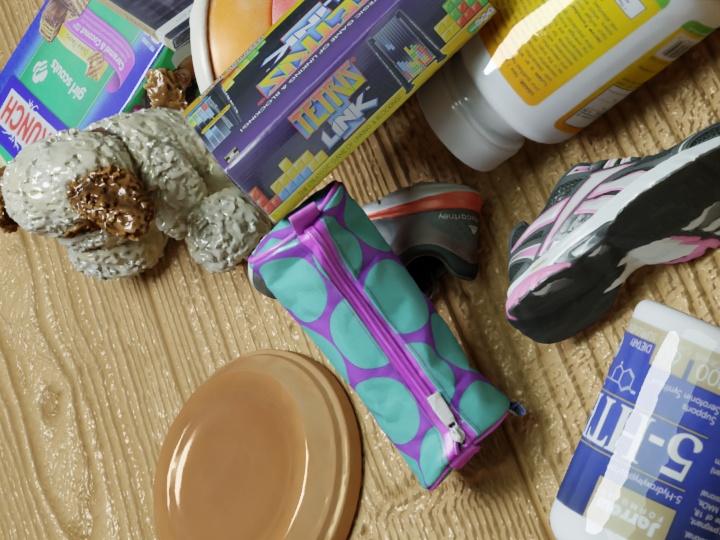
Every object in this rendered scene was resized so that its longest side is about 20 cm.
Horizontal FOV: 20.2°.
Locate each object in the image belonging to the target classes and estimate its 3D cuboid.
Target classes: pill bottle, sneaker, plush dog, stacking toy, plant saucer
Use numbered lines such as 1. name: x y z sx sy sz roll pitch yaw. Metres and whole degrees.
1. pill bottle: 0.179 0.130 1.178 0.119 0.119 0.201 24 92 44
2. sneaker: 0.165 -0.044 1.286 0.199 0.080 0.087 -33 45 23
3. plush dog: -0.188 -0.068 1.523 0.199 0.171 0.162 -3 97 41
4. stacking toy: -0.012 -0.167 1.474 0.199 0.146 0.147 -10 68 23
5. plant saucer: -0.084 0.153 1.470 0.199 0.037 0.202 -16 65 39
6. sneaker: 0.000 0.000 1.423 0.199 0.077 0.082 -20 69 37
7. pill bottle: 0.135 -0.154 1.324 0.200 0.111 0.112 -37 54 27

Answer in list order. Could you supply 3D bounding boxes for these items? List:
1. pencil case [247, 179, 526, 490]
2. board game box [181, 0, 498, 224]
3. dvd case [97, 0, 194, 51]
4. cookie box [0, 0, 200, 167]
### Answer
1. pencil case: 0.015 0.041 1.317 0.085 0.200 0.092 -39 5 -4
2. board game box: -0.020 -0.137 1.345 0.200 0.057 0.165 -44 21 1
3. dvd case: -0.152 -0.258 1.627 0.148 0.016 0.200 -38 47 -20
4. cookie box: -0.221 -0.145 1.674 0.201 0.075 0.171 -56 46 13
